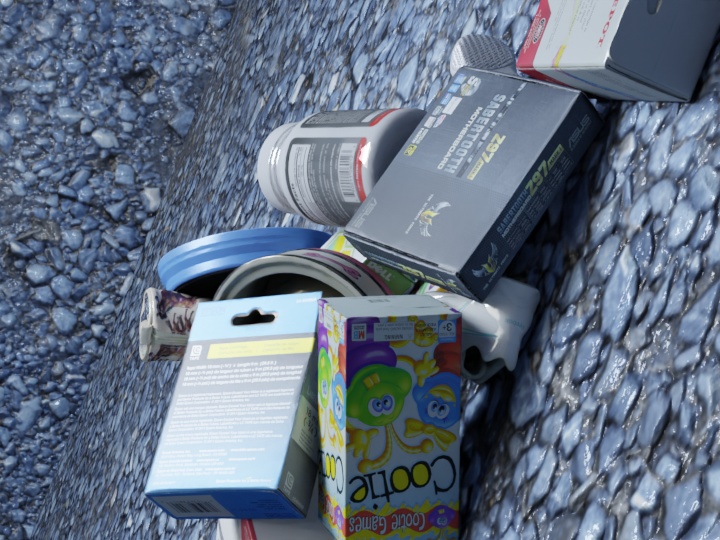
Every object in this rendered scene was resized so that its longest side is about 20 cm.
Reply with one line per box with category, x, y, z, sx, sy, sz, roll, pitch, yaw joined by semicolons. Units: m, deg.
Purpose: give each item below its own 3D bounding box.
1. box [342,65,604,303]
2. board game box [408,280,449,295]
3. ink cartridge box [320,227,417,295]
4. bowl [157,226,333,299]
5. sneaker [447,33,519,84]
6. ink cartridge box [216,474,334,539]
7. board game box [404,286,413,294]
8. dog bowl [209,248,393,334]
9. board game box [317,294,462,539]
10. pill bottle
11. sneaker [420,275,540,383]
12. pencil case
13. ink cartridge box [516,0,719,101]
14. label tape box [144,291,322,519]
box;0.097;-0.080;1.382;0.158;0.051;0.200;23;73;48
board game box;0.088;0.004;1.503;0.096;0.030;0.200;-57;9;-35
ink cartridge box;0.000;0.000;1.587;0.200;0.059;0.104;-44;24;23
bowl;-0.118;0.003;1.712;0.201;0.200;0.039;142;123;-60
sneaker;0.121;-0.127;1.537;0.114;0.075;0.200;108;161;-49
ink cartridge box;-0.082;0.276;1.504;0.200;0.083;0.147;100;158;-43
board game box;-0.012;0.084;1.710;0.148;0.064;0.200;-94;29;-57
dog bowl;-0.043;0.067;1.505;0.200;0.200;0.074;-59;-11;31
board game box;0.023;0.128;1.353;0.103;0.105;0.200;-149;58;-73
pill bottle;-0.007;-0.099;1.536;0.200;0.116;0.116;6;75;52
sneaker;0.088;0.060;1.405;0.200;0.070;0.080;153;133;-66
pencil case;-0.144;0.070;1.679;0.089;0.200;0.078;-148;69;-69
ink cartridge box;0.220;-0.218;1.294;0.146;0.083;0.200;-68;16;2
label tape box;-0.100;0.125;1.439;0.144;0.063;0.200;-5;55;29
